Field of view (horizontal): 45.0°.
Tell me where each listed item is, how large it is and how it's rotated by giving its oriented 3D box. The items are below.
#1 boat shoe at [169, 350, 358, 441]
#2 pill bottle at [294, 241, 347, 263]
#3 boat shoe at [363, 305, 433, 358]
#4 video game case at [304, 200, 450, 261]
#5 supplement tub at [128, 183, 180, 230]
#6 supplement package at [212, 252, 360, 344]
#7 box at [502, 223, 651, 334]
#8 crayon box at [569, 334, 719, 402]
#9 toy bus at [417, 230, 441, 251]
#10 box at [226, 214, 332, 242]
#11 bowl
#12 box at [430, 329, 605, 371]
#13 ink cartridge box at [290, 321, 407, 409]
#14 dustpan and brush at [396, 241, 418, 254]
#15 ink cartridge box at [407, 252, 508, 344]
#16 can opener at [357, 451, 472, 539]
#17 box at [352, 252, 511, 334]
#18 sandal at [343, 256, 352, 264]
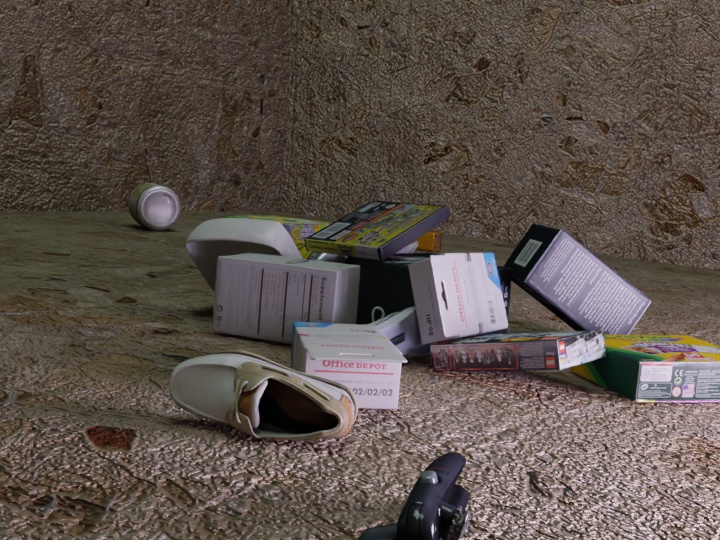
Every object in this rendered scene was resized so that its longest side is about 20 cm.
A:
[{"bbox_3d":[-0.101,0.125,0.862,0.195,0.077,0.068,6,2,7],"label":"boat shoe"},{"bbox_3d":[-0.121,0.004,1.652,0.197,0.115,0.111,10,9,40],"label":"pill bottle"},{"bbox_3d":[0.033,0.095,1.236,0.085,0.077,0.200,5,16,37],"label":"boat shoe"},{"bbox_3d":[0.030,-0.073,1.514,0.178,0.026,0.199,7,28,41],"label":"video game case"},{"bbox_3d":[-0.688,-0.214,2.884,0.141,0.148,0.199,1,8,-27],"label":"supplement tub"},{"bbox_3d":[-0.111,0.042,1.329,0.195,0.120,0.117,7,6,17],"label":"supplement package"},{"bbox_3d":[0.355,0.026,1.453,0.199,0.108,0.148,37,2,-10],"label":"box"},{"bbox_3d":[0.417,0.131,1.199,0.195,0.060,0.172,2,8,-16],"label":"crayon box"},{"bbox_3d":[0.178,-0.108,2.920,0.196,0.067,0.078,10,10,32],"label":"toy bus"},{"bbox_3d":[-0.193,-0.063,2.090,0.189,0.125,0.199,8,7,29],"label":"box"},{"bbox_3d":[-0.180,-0.018,1.489,0.196,0.076,0.201,5,-35,23],"label":"bowl"},{"bbox_3d":[0.211,0.108,1.172,0.197,0.041,0.135,-6,-1,40],"label":"box"},{"bbox_3d":[-0.019,0.114,1.025,0.112,0.070,0.200,3,7,-10],"label":"ink cartridge box"},{"bbox_3d":[0.035,0.039,1.565,0.198,0.141,0.057,-23,57,-39],"label":"dustpan and brush"},{"bbox_3d":[0.133,0.038,1.249,0.066,0.119,0.198,-14,-7,34],"label":"ink cartridge box"},{"bbox_3d":[0.053,0.171,0.639,0.077,0.065,0.200,6,8,17],"label":"can opener"},{"bbox_3d":[0.115,0.044,1.455,0.194,0.127,0.198,-5,11,-41],"label":"box"},{"bbox_3d":[0.000,0.001,1.574,0.048,0.202,0.076,30,-16,30],"label":"sandal"}]
